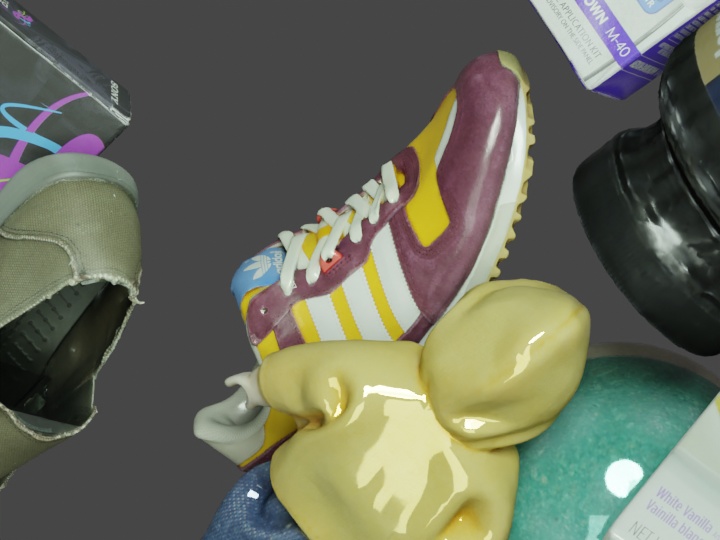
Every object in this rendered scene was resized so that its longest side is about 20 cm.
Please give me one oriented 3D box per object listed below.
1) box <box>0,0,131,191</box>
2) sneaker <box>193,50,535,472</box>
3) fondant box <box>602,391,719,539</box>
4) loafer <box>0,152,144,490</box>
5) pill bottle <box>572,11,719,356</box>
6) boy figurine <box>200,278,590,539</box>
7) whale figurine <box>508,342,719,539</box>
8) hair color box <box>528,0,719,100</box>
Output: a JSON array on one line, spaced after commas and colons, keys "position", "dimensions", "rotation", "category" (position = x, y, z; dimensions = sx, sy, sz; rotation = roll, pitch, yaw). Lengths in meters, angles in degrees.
[{"position": [-0.208, -0.040, 0.872], "dimensions": [0.143, 0.036, 0.200], "rotation": [39, 110, -23], "category": "box"}, {"position": [0.000, 0.000, 0.858], "dimensions": [0.090, 0.075, 0.200], "rotation": [19, 109, -7], "category": "sneaker"}, {"position": [0.187, 0.086, 0.786], "dimensions": [0.144, 0.200, 0.058], "rotation": [36, 142, 13], "category": "fondant box"}, {"position": [-0.148, 0.045, 0.873], "dimensions": [0.075, 0.070, 0.200], "rotation": [14, 123, -34], "category": "loafer"}, {"position": [0.174, -0.058, 0.749], "dimensions": [0.200, 0.112, 0.112], "rotation": [-38, 101, 26], "category": "pill bottle"}, {"position": [0.006, 0.071, 0.822], "dimensions": [0.124, 0.064, 0.200], "rotation": [43, 110, 3], "category": "boy figurine"}, {"position": [0.119, 0.128, 0.873], "dimensions": [0.159, 0.104, 0.200], "rotation": [-28, 106, 14], "category": "whale figurine"}, {"position": [0.137, -0.162, 0.778], "dimensions": [0.200, 0.065, 0.109], "rotation": [-36, 79, 14], "category": "hair color box"}]
